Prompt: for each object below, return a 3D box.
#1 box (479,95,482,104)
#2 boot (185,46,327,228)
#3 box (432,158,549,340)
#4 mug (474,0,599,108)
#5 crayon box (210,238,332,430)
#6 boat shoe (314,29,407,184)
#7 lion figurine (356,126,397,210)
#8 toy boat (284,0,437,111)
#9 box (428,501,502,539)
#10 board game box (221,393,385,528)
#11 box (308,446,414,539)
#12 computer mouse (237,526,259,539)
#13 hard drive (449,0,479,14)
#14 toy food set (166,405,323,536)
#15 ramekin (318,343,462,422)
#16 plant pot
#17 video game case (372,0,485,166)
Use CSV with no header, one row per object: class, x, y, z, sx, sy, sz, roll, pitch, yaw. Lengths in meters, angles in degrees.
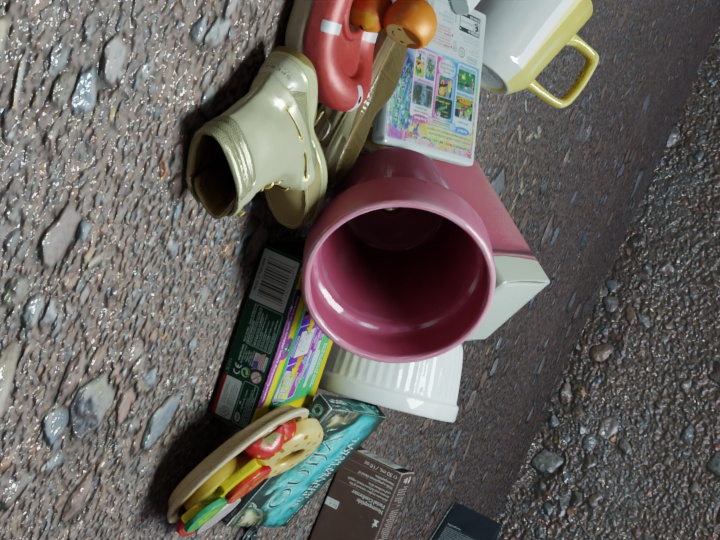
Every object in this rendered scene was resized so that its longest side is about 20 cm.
box,0.090,-0.200,1.708,0.159,0.049,0.200,-64,161,-12
boot,-0.097,-0.090,1.282,0.156,0.072,0.202,-52,154,-39
box,0.117,-0.029,1.667,0.108,0.201,0.128,0,145,-51
mug,0.212,-0.303,1.743,0.154,0.185,0.150,-55,168,-10
crayon box,-0.081,0.068,1.531,0.172,0.058,0.202,-13,124,-69
boat shoe,-0.009,-0.191,1.420,0.202,0.064,0.071,-63,163,-15
lion figurine,0.012,-0.073,1.584,0.201,0.121,0.073,-63,-178,37
toy boat,0.013,-0.249,1.313,0.130,0.130,0.202,-14,124,-67
box,0.193,0.634,2.839,0.197,0.123,0.202,-51,156,-44
board game box,-0.071,0.234,1.646,0.200,0.028,0.135,-49,152,14
box,-0.008,0.373,2.019,0.202,0.099,0.075,-69,161,1
computer mouse,-0.120,0.298,1.740,0.201,0.034,0.059,-58,152,-7
hard drive,0.143,-0.407,1.581,0.200,0.026,0.133,-53,135,-40
toy food set,-0.130,0.220,1.479,0.197,0.049,0.200,-39,169,-3
ramekin,0.036,0.115,1.706,0.200,0.198,0.106,23,81,-71
plant pot,0.039,-0.033,1.441,0.180,0.197,0.202,-89,-172,-57
video game case,0.081,-0.223,1.552,0.199,0.023,0.185,7,89,-56
